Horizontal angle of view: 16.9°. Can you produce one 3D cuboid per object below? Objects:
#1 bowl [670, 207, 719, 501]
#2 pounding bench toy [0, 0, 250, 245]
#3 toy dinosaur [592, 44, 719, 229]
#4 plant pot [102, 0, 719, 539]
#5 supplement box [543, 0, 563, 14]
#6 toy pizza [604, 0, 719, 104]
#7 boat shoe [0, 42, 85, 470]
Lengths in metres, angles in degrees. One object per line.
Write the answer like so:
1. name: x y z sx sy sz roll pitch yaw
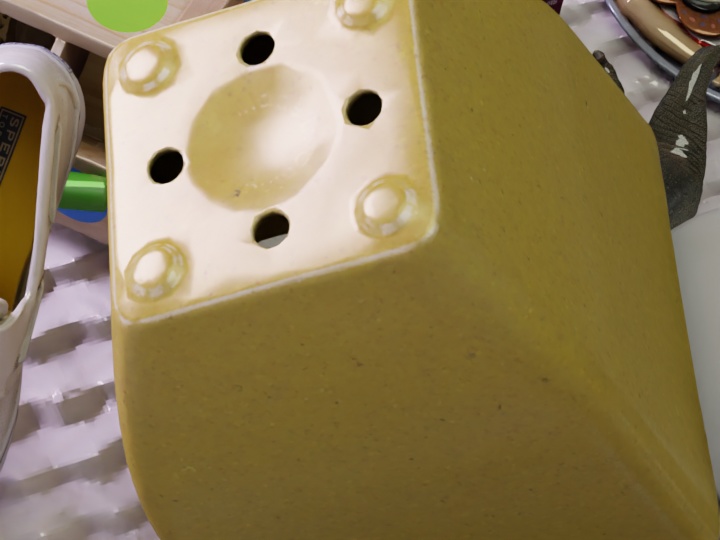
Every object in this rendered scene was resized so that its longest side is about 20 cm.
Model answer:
1. bowl: 0.224 0.051 0.961 0.199 0.075 0.201 8 47 -34
2. pounding bench toy: -0.129 -0.069 1.000 0.155 0.125 0.201 24 53 9
3. toy dinosaur: 0.099 -0.031 1.056 0.199 0.077 0.103 -29 74 -32
4. plant pot: 0.000 0.000 0.872 0.194 0.200 0.196 -15 58 16
5. supplement box: 0.018 -0.149 1.037 0.103 0.201 0.131 -23 60 -25
6. toy pizza: 0.211 -0.152 1.178 0.198 0.032 0.201 5 53 -6
7. boat shoe: -0.151 0.013 0.903 0.070 0.070 0.201 20 95 -3
